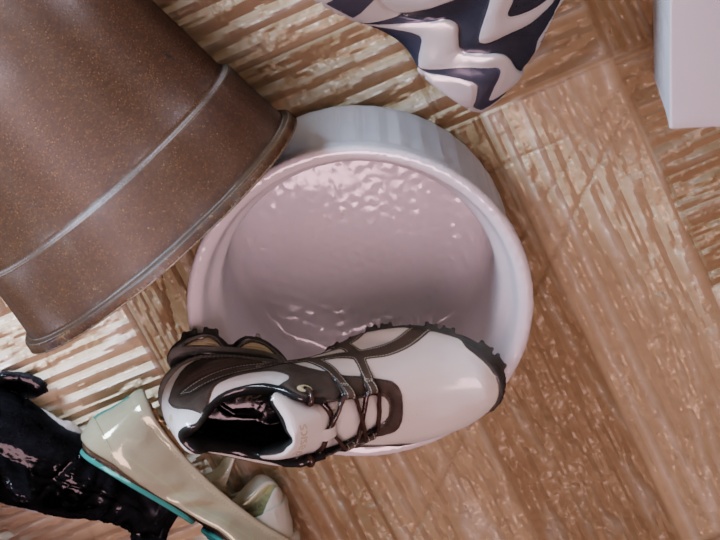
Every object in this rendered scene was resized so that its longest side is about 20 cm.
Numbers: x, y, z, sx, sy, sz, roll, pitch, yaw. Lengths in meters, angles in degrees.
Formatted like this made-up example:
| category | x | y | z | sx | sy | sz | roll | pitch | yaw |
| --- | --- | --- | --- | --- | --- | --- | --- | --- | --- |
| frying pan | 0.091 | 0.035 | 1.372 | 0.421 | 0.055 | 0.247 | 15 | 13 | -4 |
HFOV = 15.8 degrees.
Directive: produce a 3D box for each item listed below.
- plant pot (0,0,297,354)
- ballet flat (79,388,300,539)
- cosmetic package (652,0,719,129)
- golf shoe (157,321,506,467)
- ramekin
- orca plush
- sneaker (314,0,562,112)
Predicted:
| category | x | y | z | sx | sy | sz | roll | pitch | yaw |
| --- | --- | --- | --- | --- | --- | --- | --- | --- | --- |
| plant pot | -0.173 | -0.093 | 1.443 | 0.200 | 0.200 | 0.198 | -37 | 104 | 17 |
| ballet flat | -0.086 | 0.143 | 1.623 | 0.069 | 0.070 | 0.200 | -40 | 117 | 18 |
| cosmetic package | 0.192 | -0.187 | 1.451 | 0.050 | 0.083 | 0.201 | -4 | 117 | -1 |
| golf shoe | -0.015 | 0.081 | 1.469 | 0.199 | 0.095 | 0.078 | -3 | 116 | 0 |
| ramekin | 0.000 | 0.000 | 1.534 | 0.200 | 0.098 | 0.201 | 0 | 117 | 0 |
| orca plush | -0.208 | 0.136 | 1.615 | 0.200 | 0.071 | 0.105 | 41 | 110 | -18 |
| sneaker | 0.039 | -0.191 | 1.450 | 0.199 | 0.080 | 0.130 | 37 | 109 | -17 |
